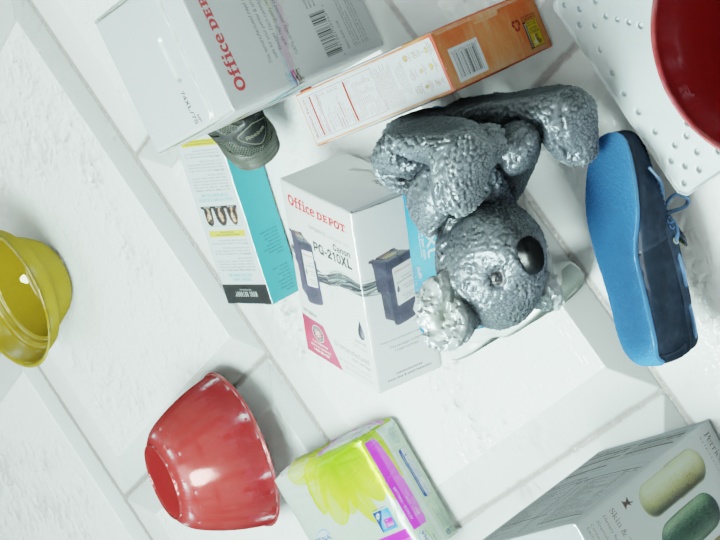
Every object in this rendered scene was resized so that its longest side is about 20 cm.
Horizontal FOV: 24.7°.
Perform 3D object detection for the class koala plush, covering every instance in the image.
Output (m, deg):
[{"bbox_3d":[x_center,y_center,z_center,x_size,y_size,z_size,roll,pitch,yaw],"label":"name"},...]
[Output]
[{"bbox_3d":[0.106,-0.041,1.407,0.184,0.177,0.201,5,114,55],"label":"koala plush"}]

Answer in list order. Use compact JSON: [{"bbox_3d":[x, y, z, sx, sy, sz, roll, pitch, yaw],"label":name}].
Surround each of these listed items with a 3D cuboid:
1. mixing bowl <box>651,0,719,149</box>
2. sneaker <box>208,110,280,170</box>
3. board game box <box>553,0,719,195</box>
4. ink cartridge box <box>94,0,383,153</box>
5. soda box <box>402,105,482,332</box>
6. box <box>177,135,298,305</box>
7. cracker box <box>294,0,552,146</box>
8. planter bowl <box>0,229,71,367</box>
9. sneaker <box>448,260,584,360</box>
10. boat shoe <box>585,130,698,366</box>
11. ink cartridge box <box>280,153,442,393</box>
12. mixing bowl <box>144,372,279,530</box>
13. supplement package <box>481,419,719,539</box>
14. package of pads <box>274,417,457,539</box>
[{"bbox_3d":[0.314,-0.173,1.162,0.199,0.108,0.201,3,98,22],"label":"mixing bowl"},{"bbox_3d":[-0.166,-0.195,1.719,0.199,0.076,0.114,42,162,36],"label":"sneaker"},{"bbox_3d":[0.269,-0.187,1.309,0.200,0.026,0.200,57,141,6],"label":"board game box"},{"bbox_3d":[-0.116,-0.227,1.575,0.146,0.200,0.147,-20,96,52],"label":"ink cartridge box"},{"bbox_3d":[0.086,-0.047,1.513,0.064,0.068,0.201,-15,79,51],"label":"soda box"},{"bbox_3d":[-0.134,-0.063,1.817,0.082,0.049,0.201,0,112,48],"label":"box"},{"bbox_3d":[0.054,-0.178,1.469,0.200,0.134,0.058,-15,100,52],"label":"cracker box"},{"bbox_3d":[-0.443,0.021,2.187,0.200,0.083,0.201,26,130,36],"label":"planter bowl"},{"bbox_3d":[0.131,0.023,1.558,0.200,0.070,0.080,-30,86,52],"label":"sneaker"},{"bbox_3d":[0.241,-0.021,1.406,0.084,0.068,0.201,3,102,60],"label":"boat shoe"},{"bbox_3d":[0.000,0.000,1.656,0.145,0.084,0.201,28,133,53],"label":"ink cartridge box"},{"bbox_3d":[-0.190,0.235,1.978,0.200,0.108,0.201,46,149,40],"label":"mixing bowl"},{"bbox_3d":[0.239,0.255,1.472,0.151,0.200,0.152,-28,91,51],"label":"supplement package"},{"bbox_3d":[0.000,0.260,1.849,0.200,0.068,0.155,-33,87,51],"label":"package of pads"}]
